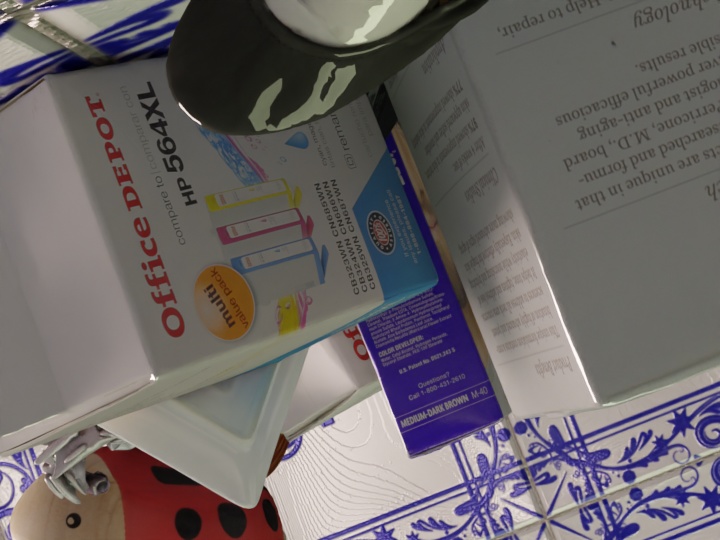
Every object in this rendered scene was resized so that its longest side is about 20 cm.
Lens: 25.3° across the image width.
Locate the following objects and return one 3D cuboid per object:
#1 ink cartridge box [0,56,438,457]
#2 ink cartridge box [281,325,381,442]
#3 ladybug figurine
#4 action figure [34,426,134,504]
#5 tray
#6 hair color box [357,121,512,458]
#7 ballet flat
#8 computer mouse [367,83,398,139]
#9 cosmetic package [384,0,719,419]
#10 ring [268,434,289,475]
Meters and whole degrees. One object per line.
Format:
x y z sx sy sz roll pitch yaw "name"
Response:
-0.089 -0.012 0.694 0.125 0.130 0.199 -25 175 42 "ink cartridge box"
0.000 0.000 1.039 0.083 0.148 0.199 -35 174 42 "ink cartridge box"
-0.124 0.159 1.021 0.199 0.136 0.072 10 117 -43 "ladybug figurine"
-0.123 0.077 0.924 0.129 0.070 0.200 -25 -178 -2 "action figure"
-0.071 0.021 0.821 0.022 0.107 0.201 -48 -164 38 "tray"
0.026 -0.002 0.918 0.064 0.202 0.109 -24 175 11 "hair color box"
0.024 -0.113 0.494 0.199 0.068 0.068 -32 167 -7 "ballet flat"
0.025 -0.102 0.851 0.199 0.034 0.059 -24 149 -38 "computer mouse"
0.121 -0.056 0.713 0.165 0.202 0.167 -21 177 -8 "cosmetic package"
-0.067 0.046 1.125 0.019 0.203 0.200 0 -178 16 "ring"
